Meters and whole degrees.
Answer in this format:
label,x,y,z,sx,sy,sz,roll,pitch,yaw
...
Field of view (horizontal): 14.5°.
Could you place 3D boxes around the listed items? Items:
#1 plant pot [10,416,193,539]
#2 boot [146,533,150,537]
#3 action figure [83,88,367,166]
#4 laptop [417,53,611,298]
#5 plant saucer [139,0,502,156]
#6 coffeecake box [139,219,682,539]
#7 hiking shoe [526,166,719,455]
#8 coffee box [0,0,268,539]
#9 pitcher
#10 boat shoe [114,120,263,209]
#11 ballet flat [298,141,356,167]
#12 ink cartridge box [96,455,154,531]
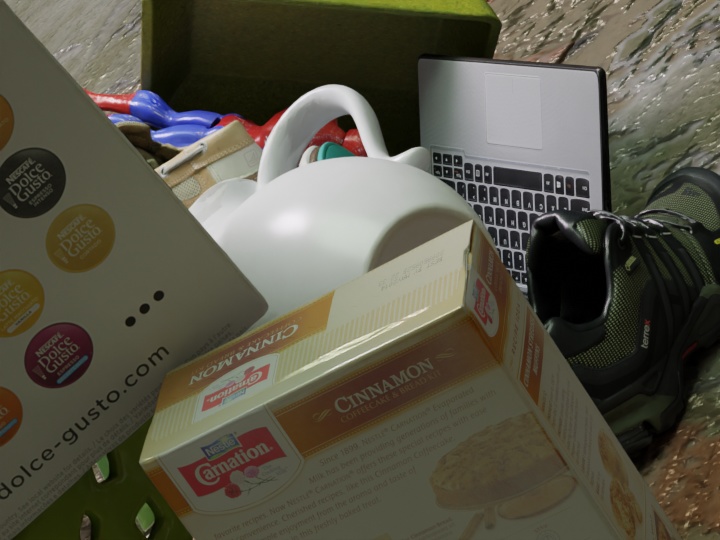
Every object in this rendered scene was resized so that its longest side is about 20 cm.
label,x,y,z,sx,sy,sz,roll,pitch,yaw
plant pot,-0.154,0.171,1.295,0.198,0.200,0.182,-16,36,37
boot,-0.021,0.093,1.405,0.199,0.073,0.156,-23,31,41
action figure,-0.078,-0.053,1.622,0.199,0.099,0.065,2,27,25
laptop,0.037,-0.007,1.491,0.115,0.201,0.187,-7,9,-28
plant saucer,-0.027,-0.129,1.636,0.200,0.198,0.048,102,172,-68
coffeecake box,0.030,0.103,1.156,0.153,0.200,0.073,-26,24,19
hiking shoe,0.130,-0.001,1.358,0.075,0.101,0.200,-15,30,35
coffee box,-0.201,-0.019,1.206,0.200,0.198,0.200,-41,34,-3
pitcher,-0.011,-0.015,1.356,0.200,0.121,0.172,4,65,57
boat shoe,-0.117,-0.046,1.529,0.199,0.076,0.072,-12,19,42
ballet flat,0.000,0.000,1.468,0.069,0.070,0.200,-34,36,0
ink cartridge box,-0.111,0.055,1.526,0.059,0.104,0.200,-16,17,33
